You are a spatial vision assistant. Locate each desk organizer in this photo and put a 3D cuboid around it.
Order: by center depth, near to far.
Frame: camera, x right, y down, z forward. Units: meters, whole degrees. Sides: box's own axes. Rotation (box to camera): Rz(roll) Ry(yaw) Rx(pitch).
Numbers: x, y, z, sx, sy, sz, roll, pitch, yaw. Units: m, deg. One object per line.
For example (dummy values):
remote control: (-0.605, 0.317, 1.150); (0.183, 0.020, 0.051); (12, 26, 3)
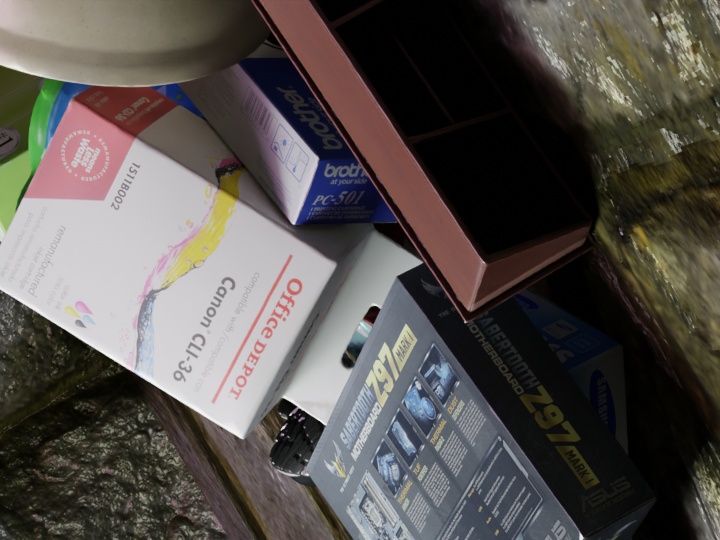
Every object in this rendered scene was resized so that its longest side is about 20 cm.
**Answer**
desk organizer: (0.027, -0.085, 1.362); (0.200, 0.072, 0.077); (57, 167, 13)

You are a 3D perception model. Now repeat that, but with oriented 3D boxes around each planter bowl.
planter bowl: (-0.128, -0.202, 1.508); (0.200, 0.200, 0.135); (50, 140, 40)

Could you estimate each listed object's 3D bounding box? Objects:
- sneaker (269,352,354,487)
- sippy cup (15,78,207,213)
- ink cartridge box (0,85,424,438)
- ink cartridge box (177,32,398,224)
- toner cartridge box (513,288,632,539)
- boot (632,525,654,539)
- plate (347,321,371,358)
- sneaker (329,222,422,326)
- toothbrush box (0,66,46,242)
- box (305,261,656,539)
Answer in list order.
sneaker: (0.001, 0.103, 1.854); (0.088, 0.076, 0.200); (40, -170, -6)
sippy cup: (-0.096, -0.063, 1.657); (0.140, 0.178, 0.130); (25, 179, -35)
ink cartridge box: (-0.075, 0.001, 1.529); (0.200, 0.117, 0.067); (31, -156, 6)
ink cartridge box: (-0.038, -0.098, 1.556); (0.200, 0.094, 0.044); (50, 130, 40)
toner cartridge box: (0.090, 0.110, 1.505); (0.095, 0.043, 0.200); (31, 137, 44)
boot: (0.127, 0.173, 1.613); (0.097, 0.075, 0.200); (55, 168, 36)
plate: (-0.009, 0.023, 1.826); (0.200, 0.026, 0.200); (43, 173, 7)
sneaker: (0.000, 0.000, 1.618); (0.200, 0.078, 0.116); (42, 173, 0)
toothbrush box: (-0.162, -0.118, 1.807); (0.146, 0.200, 0.086); (51, 166, 41)
box: (0.054, 0.103, 1.462); (0.158, 0.051, 0.200); (53, 150, 19)
